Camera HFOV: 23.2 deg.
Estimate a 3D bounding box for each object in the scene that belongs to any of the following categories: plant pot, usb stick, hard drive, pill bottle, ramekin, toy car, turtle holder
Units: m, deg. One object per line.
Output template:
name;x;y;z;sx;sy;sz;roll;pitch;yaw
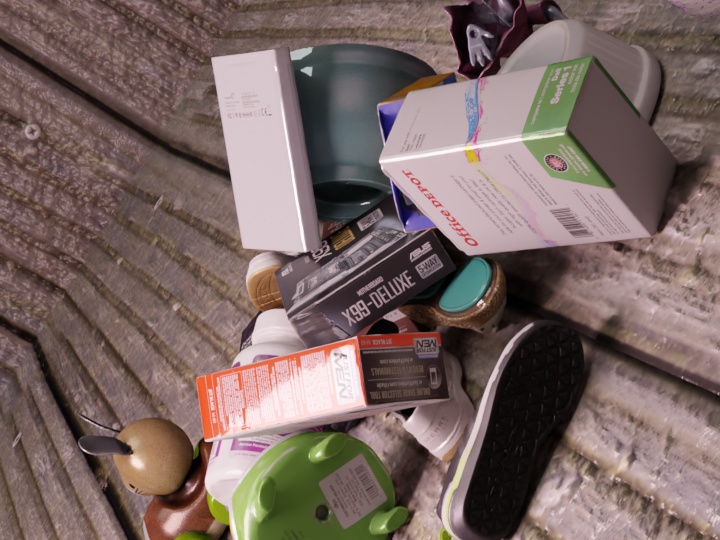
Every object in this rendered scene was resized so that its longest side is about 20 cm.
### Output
plant pot;-0.015;-0.131;1.819;0.200;0.200;0.134;-32;53;55
usb stick;0.002;0.105;1.713;0.056;0.033;0.200;-56;-5;-27
hard drive;-0.096;-0.121;1.767;0.132;0.026;0.200;5;107;57
pill bottle;-0.088;0.145;1.819;0.112;0.112;0.200;-34;38;53
ramekin;0.181;-0.143;1.634;0.202;0.094;0.203;-50;20;25
toy car;-0.234;0.229;1.962;0.158;0.200;0.164;-57;17;5
turtle holder;-0.059;0.231;1.581;0.186;0.141;0.132;-63;19;-12

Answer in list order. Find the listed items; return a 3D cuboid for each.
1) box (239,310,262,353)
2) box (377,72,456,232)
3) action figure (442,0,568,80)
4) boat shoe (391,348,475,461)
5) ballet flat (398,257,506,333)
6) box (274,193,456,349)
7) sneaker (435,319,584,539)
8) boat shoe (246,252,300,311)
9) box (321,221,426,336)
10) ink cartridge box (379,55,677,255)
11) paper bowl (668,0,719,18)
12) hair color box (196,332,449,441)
box;-0.100;0.091;2.106;0.143;0.036;0.200;-50;18;26
box;0.063;-0.109;1.609;0.041;0.119;0.200;-10;11;15
action figure;0.140;-0.248;1.833;0.134;0.149;0.200;-45;-12;13
boat shoe;0.052;0.104;1.612;0.071;0.069;0.200;-55;18;8
ballet flat;0.098;0.026;1.626;0.071;0.065;0.200;-56;19;-10
box;0.000;0.000;1.683;0.158;0.050;0.200;-33;15;2
sneaker;0.109;0.128;1.415;0.200;0.072;0.083;-62;17;-12
boat shoe;-0.072;0.009;1.894;0.071;0.200;0.069;-17;68;15
box;0.013;0.010;1.825;0.100;0.075;0.200;-24;28;19
ink cartridge box;0.140;-0.092;1.474;0.200;0.145;0.084;-6;51;42
paper bowl;0.331;-0.301;1.473;0.201;0.104;0.201;-51;19;24
hair color box;-0.035;0.102;1.526;0.200;0.111;0.064;-14;80;41
